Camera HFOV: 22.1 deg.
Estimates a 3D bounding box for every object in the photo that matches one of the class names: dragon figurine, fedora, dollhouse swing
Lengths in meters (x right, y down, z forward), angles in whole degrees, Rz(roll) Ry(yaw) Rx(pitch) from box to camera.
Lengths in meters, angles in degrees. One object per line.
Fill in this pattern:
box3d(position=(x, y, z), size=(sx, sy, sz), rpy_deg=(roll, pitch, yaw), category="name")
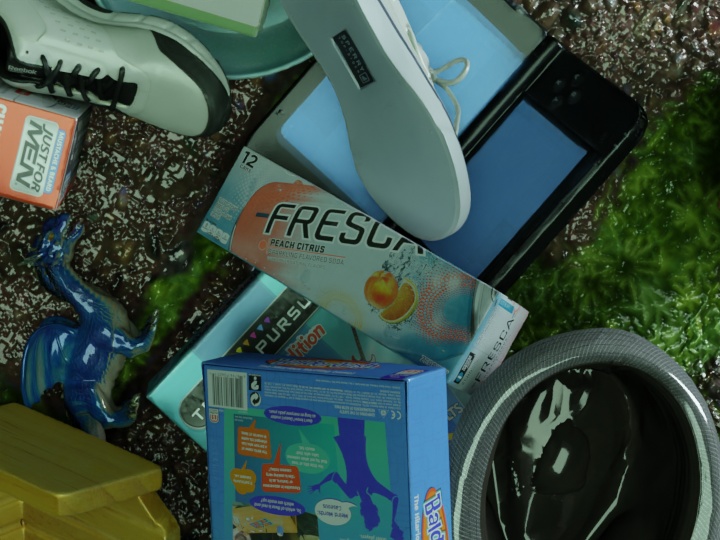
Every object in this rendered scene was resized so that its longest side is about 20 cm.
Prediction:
box3d(position=(-0.190, 0.063, 1.207), size=(0.098, 0.059, 0.202), rpy_deg=(13, 98, -6), category="dragon figurine")
box3d(position=(0.125, 0.132, 1.107), size=(0.175, 0.090, 0.202), rpy_deg=(2, 93, -10), category="fedora")
box3d(position=(-0.234, 0.216, 1.139), size=(0.180, 0.175, 0.202), rpy_deg=(18, 119, 30), category="dollhouse swing")

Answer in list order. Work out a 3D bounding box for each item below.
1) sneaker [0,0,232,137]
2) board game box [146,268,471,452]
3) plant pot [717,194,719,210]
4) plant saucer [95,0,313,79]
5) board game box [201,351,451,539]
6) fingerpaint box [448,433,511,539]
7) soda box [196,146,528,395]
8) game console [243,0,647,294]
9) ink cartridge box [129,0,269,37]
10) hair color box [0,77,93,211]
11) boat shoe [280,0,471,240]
box3d(position=(-0.176, -0.128, 1.148), size=(0.198, 0.080, 0.074), rpy_deg=(25, 132, 4), category="sneaker")
box3d(position=(-0.020, 0.092, 1.229), size=(0.200, 0.047, 0.151), rpy_deg=(43, 94, -9), category="board game box")
box3d(position=(0.309, -0.085, 1.158), size=(0.139, 0.200, 0.202), rpy_deg=(16, 98, 10), category="plant pot")
box3d(position=(-0.083, -0.224, 1.171), size=(0.198, 0.036, 0.202), rpy_deg=(0, 104, 1), category="plant saucer")
box3d(position=(-0.019, 0.154, 1.076), size=(0.151, 0.045, 0.202), rpy_deg=(3, 98, 35), category="board game box")
box3d(position=(0.010, 0.192, 1.184), size=(0.198, 0.073, 0.169), rpy_deg=(0, 97, -5), category="fingerpaint box")
box3d(position=(0.000, 0.000, 1.127), size=(0.199, 0.068, 0.064), rpy_deg=(30, 91, 25), category="soda box")
box3d(position=(0.050, -0.083, 1.174), size=(0.200, 0.176, 0.116), rpy_deg=(-48, 127, 5), category="game console")
box3d(position=(-0.104, -0.254, 1.099), size=(0.144, 0.048, 0.202), rpy_deg=(16, 117, -2), category="ink cartridge box")
box3d(position=(-0.273, -0.098, 1.149), size=(0.198, 0.111, 0.065), rpy_deg=(14, 99, -5), category="hair color box")
box3d(position=(0.022, -0.122, 1.142), size=(0.074, 0.086, 0.203), rpy_deg=(-24, 99, 39), category="boat shoe")
